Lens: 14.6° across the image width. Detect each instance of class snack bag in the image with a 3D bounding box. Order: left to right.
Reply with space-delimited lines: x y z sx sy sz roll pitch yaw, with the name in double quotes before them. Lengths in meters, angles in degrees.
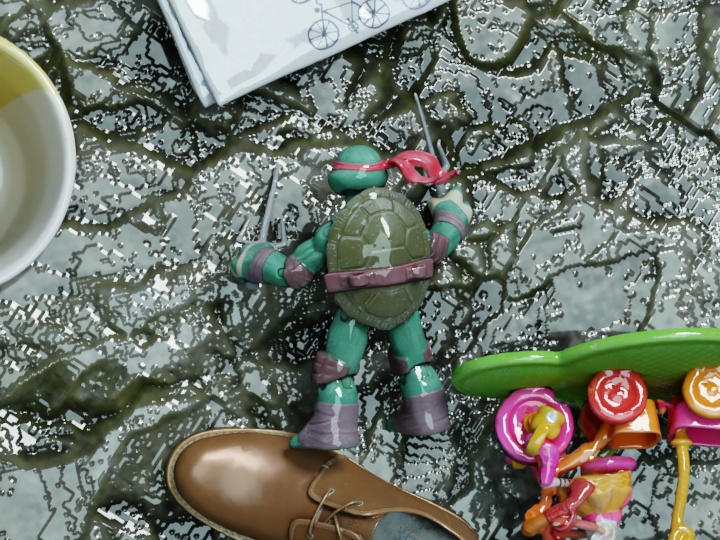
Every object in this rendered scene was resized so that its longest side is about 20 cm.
"snack bag" -0.046 -0.221 1.644 0.188 0.021 0.201 -24 92 -7

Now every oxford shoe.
"oxford shoe" -0.018 0.140 1.653 0.199 0.071 0.072 17 88 -5

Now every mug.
"mug" -0.231 -0.073 1.586 0.149 0.153 0.187 22 85 -6

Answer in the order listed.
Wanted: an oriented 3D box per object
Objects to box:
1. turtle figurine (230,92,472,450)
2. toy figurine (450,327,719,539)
"turtle figurine" 0.000 0.000 1.648 0.149 0.101 0.201 -5 95 -8
"toy figurine" 0.156 0.142 1.615 0.199 0.150 0.185 -1 72 -4
